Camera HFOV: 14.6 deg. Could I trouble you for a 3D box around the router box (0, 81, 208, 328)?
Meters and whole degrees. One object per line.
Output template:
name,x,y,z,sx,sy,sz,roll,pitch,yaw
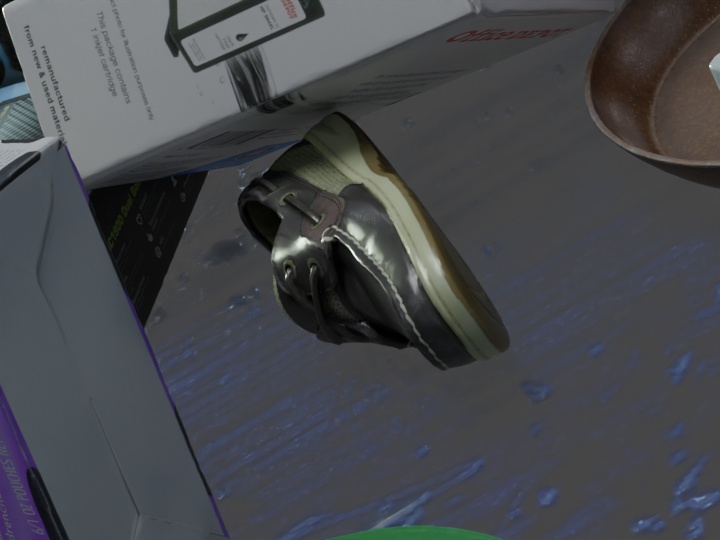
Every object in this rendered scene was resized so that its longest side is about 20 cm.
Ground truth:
router box,-0.158,-0.005,1.196,0.149,0.062,0.200,-15,32,24

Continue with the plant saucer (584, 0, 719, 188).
plant saucer,0.183,-0.090,1.077,0.199,0.035,0.201,-20,30,12

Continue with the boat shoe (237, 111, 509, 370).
boat shoe,-0.001,-0.001,1.061,0.066,0.072,0.201,-34,24,-1

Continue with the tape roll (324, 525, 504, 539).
tape roll,-0.014,0.161,0.834,0.199,0.048,0.201,-20,31,13

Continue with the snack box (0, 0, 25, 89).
snack box,-0.124,-0.112,1.279,0.199,0.116,0.037,-21,47,13

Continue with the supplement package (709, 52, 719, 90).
supplement package,0.237,-0.023,0.808,0.152,0.151,0.200,-38,31,-16

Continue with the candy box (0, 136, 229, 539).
candy box,-0.164,0.040,1.020,0.199,0.168,0.072,2,33,42

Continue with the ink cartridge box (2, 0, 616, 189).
ink cartridge box,-0.018,-0.106,1.135,0.199,0.085,0.146,-21,-4,27
